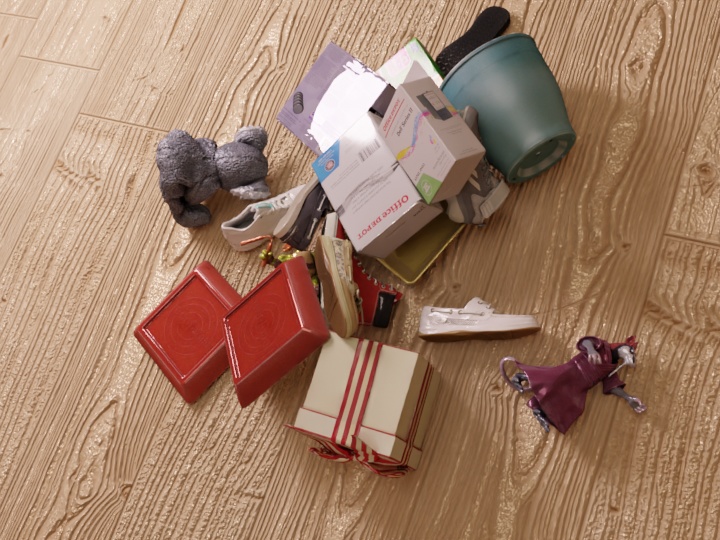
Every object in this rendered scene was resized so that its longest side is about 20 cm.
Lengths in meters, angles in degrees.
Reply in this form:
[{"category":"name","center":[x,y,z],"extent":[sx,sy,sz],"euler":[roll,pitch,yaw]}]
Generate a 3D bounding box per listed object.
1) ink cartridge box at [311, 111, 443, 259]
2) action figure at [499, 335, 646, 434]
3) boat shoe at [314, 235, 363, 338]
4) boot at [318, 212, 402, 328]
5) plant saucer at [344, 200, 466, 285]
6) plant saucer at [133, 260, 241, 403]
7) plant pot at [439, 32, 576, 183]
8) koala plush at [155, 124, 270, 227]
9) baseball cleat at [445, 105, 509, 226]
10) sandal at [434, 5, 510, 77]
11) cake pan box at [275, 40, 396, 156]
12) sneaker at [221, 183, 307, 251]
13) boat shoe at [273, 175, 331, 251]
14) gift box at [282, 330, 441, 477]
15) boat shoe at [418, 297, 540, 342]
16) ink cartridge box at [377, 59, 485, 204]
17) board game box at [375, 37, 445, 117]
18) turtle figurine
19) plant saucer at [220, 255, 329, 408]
[{"category":"ink cartridge box","center":[0.026,-0.142,1.377],"extent":[0.145,0.084,0.200],"euler":[-39,62,23]},{"category":"action figure","center":[0.340,0.161,1.244],"extent":[0.200,0.134,0.149],"euler":[-31,20,-8]},{"category":"boat shoe","center":[-0.026,0.019,1.284],"extent":[0.063,0.073,0.200],"euler":[0,49,-18]},{"category":"boot","center":[0.000,0.000,1.396],"extent":[0.144,0.072,0.200],"euler":[0,80,-7]},{"category":"plant saucer","center":[0.089,-0.096,1.433],"extent":[0.200,0.048,0.200],"euler":[40,87,26]},{"category":"plant saucer","center":[-0.305,0.105,1.489],"extent":[0.200,0.037,0.200],"euler":[-45,63,-2]},{"category":"plant pot","center":[0.258,-0.259,1.365],"extent":[0.200,0.200,0.188],"euler":[-32,71,5]},{"category":"koala plush","center":[-0.266,-0.190,1.532],"extent":[0.200,0.184,0.178],"euler":[-2,70,5]},{"category":"baseball cleat","center":[0.195,-0.167,1.317],"extent":[0.106,0.200,0.070],"euler":[13,36,14]},{"category":"sandal","center":[0.213,-0.412,1.517],"extent":[0.075,0.048,0.200],"euler":[34,71,27]},{"category":"cake pan box","center":[-0.043,-0.305,1.508],"extent":[0.200,0.052,0.184],"euler":[43,103,36]},{"category":"sneaker","center":[-0.163,-0.107,1.498],"extent":[0.200,0.089,0.075],"euler":[-31,63,0]},{"category":"boat shoe","center":[-0.087,-0.110,1.444],"extent":[0.073,0.063,0.200],"euler":[-34,20,45]},{"category":"gift box","center":[0.003,0.211,1.267],"extent":[0.184,0.200,0.187],"euler":[10,75,27]},{"category":"boat shoe","center":[0.191,0.076,1.320],"extent":[0.200,0.071,0.069],"euler":[-3,71,19]},{"category":"ink cartridge box","center":[0.097,-0.220,1.277],"extent":[0.067,0.117,0.200],"euler":[-21,68,-29]},{"category":"board game box","center":[0.065,-0.306,1.489],"extent":[0.200,0.040,0.153],"euler":[-38,57,19]},{"category":"turtle figurine","center":[-0.111,0.003,1.447],"extent":[0.200,0.064,0.162],"euler":[-3,74,-13]},{"category":"plant saucer","center":[-0.155,0.092,1.335],"extent":[0.200,0.037,0.200],"euler":[-41,42,18]}]
